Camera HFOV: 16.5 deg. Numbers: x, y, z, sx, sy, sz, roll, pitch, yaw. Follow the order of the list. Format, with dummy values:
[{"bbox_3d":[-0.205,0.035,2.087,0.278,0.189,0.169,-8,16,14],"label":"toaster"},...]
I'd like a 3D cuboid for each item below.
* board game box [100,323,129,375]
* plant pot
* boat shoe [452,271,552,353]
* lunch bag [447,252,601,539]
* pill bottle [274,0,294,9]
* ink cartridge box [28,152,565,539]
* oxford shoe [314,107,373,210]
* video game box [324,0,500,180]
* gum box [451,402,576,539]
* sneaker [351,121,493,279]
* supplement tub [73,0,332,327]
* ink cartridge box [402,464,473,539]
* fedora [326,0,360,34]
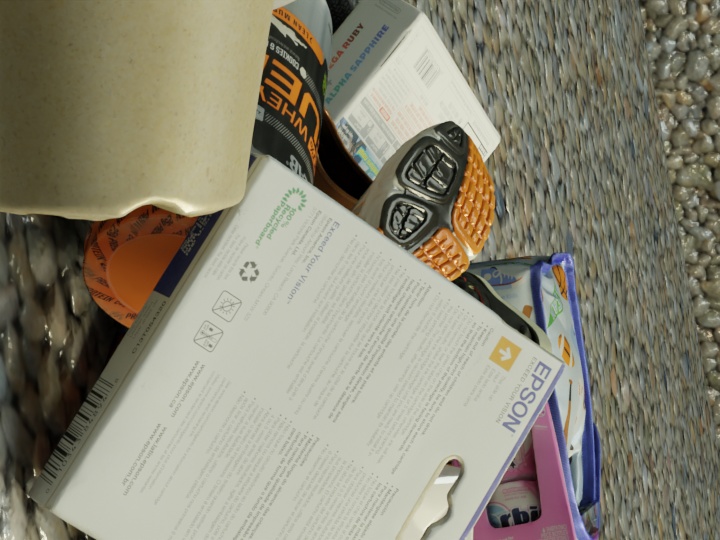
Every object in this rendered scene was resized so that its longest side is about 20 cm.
[{"bbox_3d":[-0.092,0.081,1.290,0.103,0.019,0.200,39,33,-18],"label":"board game box"},{"bbox_3d":[-0.115,-0.121,1.114,0.200,0.200,0.184,-30,123,-74],"label":"plant pot"},{"bbox_3d":[0.044,0.031,1.496,0.074,0.063,0.201,-63,-156,1],"label":"boat shoe"},{"bbox_3d":[0.071,0.097,1.700,0.124,0.170,0.200,-15,96,-70],"label":"lunch bag"},{"bbox_3d":[-0.086,-0.233,1.283,0.200,0.111,0.111,57,-1,33],"label":"pill bottle"},{"bbox_3d":[-0.028,0.076,1.207,0.200,0.043,0.196,35,83,-25],"label":"ink cartridge box"},{"bbox_3d":[0.000,0.000,1.388,0.200,0.071,0.071,60,23,-5],"label":"oxford shoe"},{"bbox_3d":[-0.005,-0.057,1.529,0.182,0.047,0.200,-54,155,-7],"label":"video game box"},{"bbox_3d":[0.099,0.168,1.526,0.200,0.066,0.114,75,5,-54],"label":"gum box"},{"bbox_3d":[-0.006,-0.002,1.320,0.076,0.092,0.200,54,53,-28],"label":"sneaker"},{"bbox_3d":[-0.082,-0.068,1.294,0.123,0.122,0.200,67,22,-45],"label":"supplement tub"},{"bbox_3d":[-0.026,0.153,1.353,0.067,0.200,0.117,-2,96,-37],"label":"ink cartridge box"},{"bbox_3d":[-0.039,-0.174,1.537,0.201,0.091,0.201,-11,90,-74],"label":"fedora"}]
